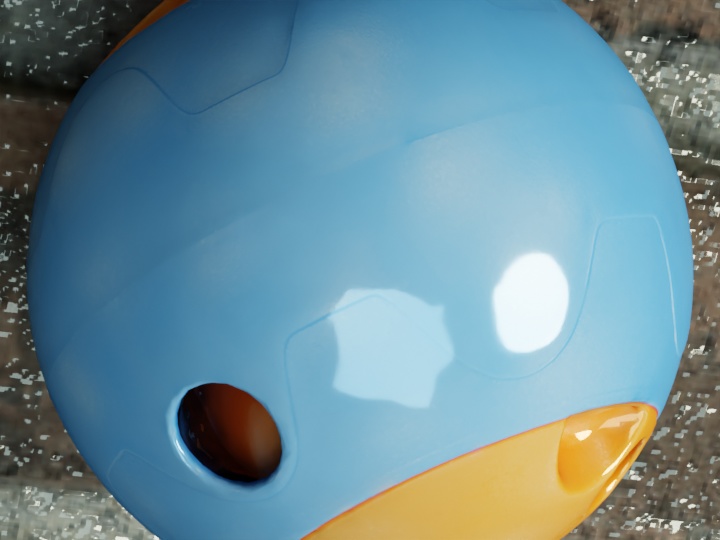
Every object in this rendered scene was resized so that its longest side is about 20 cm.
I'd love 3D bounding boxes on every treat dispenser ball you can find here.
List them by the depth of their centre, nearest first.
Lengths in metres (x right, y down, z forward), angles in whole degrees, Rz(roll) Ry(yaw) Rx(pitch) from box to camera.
[{"bbox_3d":[0.000,0.000,0.806,0.200,0.201,0.202,-4,119,-8],"label":"treat dispenser ball"}]
